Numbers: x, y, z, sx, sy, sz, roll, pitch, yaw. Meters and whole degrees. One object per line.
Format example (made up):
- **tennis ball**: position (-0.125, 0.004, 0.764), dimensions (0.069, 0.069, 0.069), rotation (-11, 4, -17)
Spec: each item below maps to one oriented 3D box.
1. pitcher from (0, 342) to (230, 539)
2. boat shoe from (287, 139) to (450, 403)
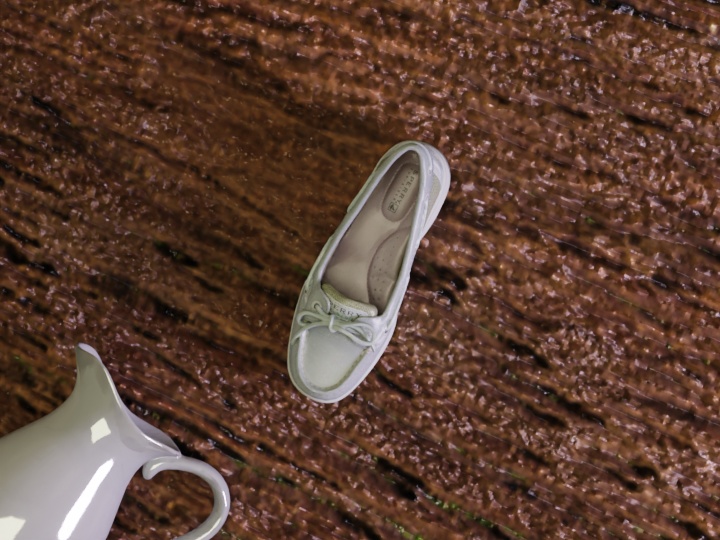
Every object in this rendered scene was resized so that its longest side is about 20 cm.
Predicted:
- **pitcher**: position (-0.210, 0.180, 1.454), dimensions (0.172, 0.121, 0.200), rotation (44, 86, -8)
- **boat shoe**: position (0.002, 0.000, 1.429), dimensions (0.074, 0.065, 0.202), rotation (29, 95, 9)
